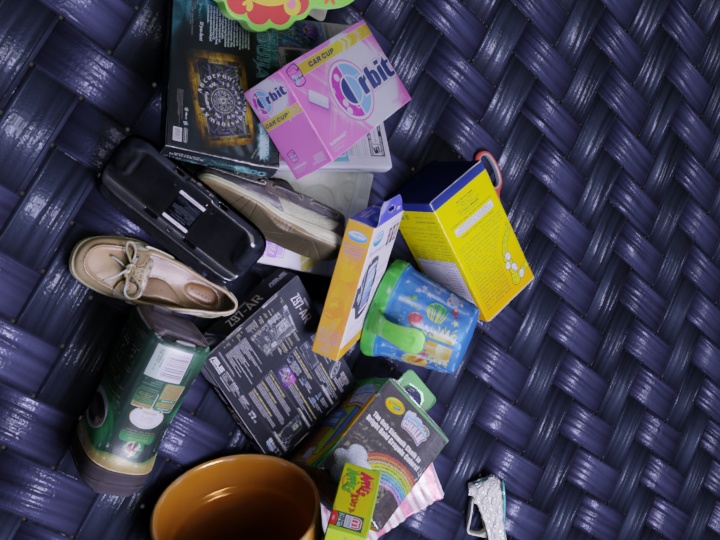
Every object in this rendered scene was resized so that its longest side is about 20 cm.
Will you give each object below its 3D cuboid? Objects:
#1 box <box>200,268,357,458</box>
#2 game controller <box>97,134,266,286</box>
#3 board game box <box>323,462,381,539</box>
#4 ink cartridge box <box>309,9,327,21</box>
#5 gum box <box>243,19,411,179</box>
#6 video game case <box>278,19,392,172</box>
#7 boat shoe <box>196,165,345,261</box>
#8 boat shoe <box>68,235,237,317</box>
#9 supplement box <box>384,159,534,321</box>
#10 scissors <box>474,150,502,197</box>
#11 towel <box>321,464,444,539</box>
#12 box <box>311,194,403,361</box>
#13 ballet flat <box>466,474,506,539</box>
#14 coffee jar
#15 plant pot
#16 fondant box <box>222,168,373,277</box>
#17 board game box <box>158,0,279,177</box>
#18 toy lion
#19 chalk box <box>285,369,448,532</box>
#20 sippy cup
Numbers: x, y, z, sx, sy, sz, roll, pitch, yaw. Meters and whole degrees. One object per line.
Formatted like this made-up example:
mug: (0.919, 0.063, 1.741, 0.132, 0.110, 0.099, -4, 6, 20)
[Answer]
box: (-0.106, 0.124, 1.107, 0.160, 0.043, 0.201, -43, 126, -22)
game controller: (-0.202, -0.064, 0.985, 0.200, 0.104, 0.042, 39, 31, -12)
board game box: (-0.025, 0.339, 1.039, 0.047, 0.102, 0.201, 16, 124, 2)
ink cartridge box: (-0.096, -0.401, 1.052, 0.199, 0.067, 0.117, 22, 83, -30)
gum box: (-0.031, -0.206, 1.024, 0.114, 0.066, 0.200, 58, 43, -12)
video game case: (-0.057, -0.220, 1.092, 0.181, 0.024, 0.202, -4, 77, -33)
boat shoe: (-0.104, -0.076, 1.027, 0.200, 0.072, 0.066, 25, 56, -25)
boat shoe: (-0.236, 0.008, 1.014, 0.199, 0.063, 0.074, 17, 86, -34)
supplement box: (0.142, -0.044, 1.233, 0.109, 0.109, 0.201, -39, 116, -23)
scissors: (0.213, -0.088, 1.332, 0.073, 0.014, 0.201, -44, 115, -24)
towel: (0.026, 0.308, 1.245, 0.199, 0.030, 0.147, -25, 108, -29)
box: (0.000, 0.000, 1.079, 0.119, 0.041, 0.201, -37, 144, -67)
ballet flat: (0.198, 0.415, 1.362, 0.071, 0.072, 0.202, -12, 100, -32)
coffee jar: (-0.250, 0.146, 0.974, 0.085, 0.104, 0.201, 21, 102, -36)
plant pot: (-0.141, 0.358, 1.055, 0.199, 0.200, 0.185, -20, 122, -30)
fondant box: (-0.090, -0.075, 1.106, 0.199, 0.058, 0.145, 12, 89, -33)
board game box: (-0.157, -0.212, 0.991, 0.134, 0.028, 0.202, 10, 67, -28)
toy lion: (-0.080, -0.360, 0.996, 0.199, 0.069, 0.193, 16, 94, -30)
chalk box: (0.020, 0.224, 1.159, 0.125, 0.124, 0.200, 49, 64, -12)
sippy cup: (0.084, 0.070, 1.161, 0.140, 0.130, 0.178, 98, 19, -47)
